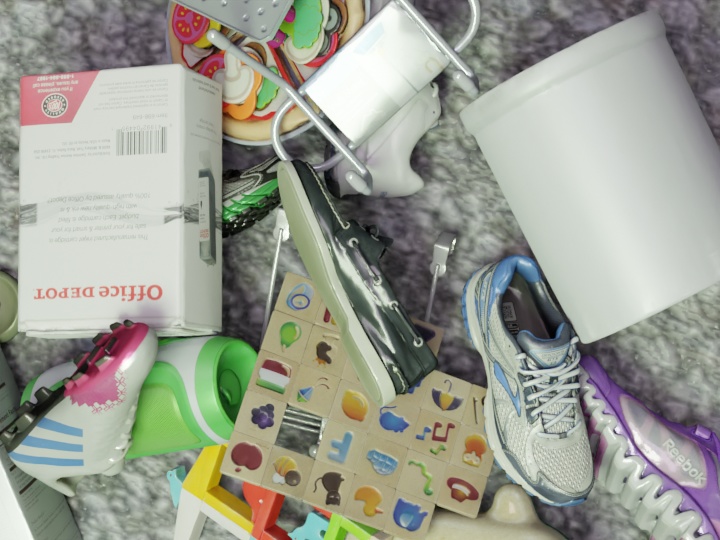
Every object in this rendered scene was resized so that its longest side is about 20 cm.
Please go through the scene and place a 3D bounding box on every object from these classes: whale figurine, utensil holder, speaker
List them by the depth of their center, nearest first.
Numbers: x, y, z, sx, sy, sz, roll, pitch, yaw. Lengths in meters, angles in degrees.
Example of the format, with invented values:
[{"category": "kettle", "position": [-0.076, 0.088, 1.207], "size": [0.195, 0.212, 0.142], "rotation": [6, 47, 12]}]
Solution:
[{"category": "utensil holder", "position": [0.193, -0.068, 1.505], "size": [0.169, 0.170, 0.201], "rotation": [-27, 89, 8]}, {"category": "whale figurine", "position": [0.088, 0.235, 1.558], "size": [0.199, 0.104, 0.160], "rotation": [30, 94, 16]}, {"category": "speaker", "position": [-0.173, 0.104, 1.573], "size": [0.198, 0.088, 0.089], "rotation": [-12, 88, 32]}]

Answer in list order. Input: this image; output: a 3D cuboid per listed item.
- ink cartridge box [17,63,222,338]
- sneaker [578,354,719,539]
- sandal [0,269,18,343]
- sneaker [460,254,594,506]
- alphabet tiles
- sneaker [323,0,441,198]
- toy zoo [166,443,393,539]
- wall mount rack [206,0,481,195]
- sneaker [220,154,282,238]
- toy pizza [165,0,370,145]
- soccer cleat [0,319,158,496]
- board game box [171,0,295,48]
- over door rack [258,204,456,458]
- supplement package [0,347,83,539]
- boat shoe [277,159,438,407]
[{"category": "ink cartridge box", "position": [-0.185, -0.049, 1.538], "size": [0.144, 0.085, 0.202], "rotation": [-2, 84, 20]}, {"category": "sneaker", "position": [0.233, 0.143, 1.546], "size": [0.088, 0.081, 0.201], "rotation": [-31, 71, -17]}, {"category": "sandal", "position": [-0.374, 0.013, 1.648], "size": [0.199, 0.057, 0.081], "rotation": [9, 94, 8]}, {"category": "sneaker", "position": [0.132, 0.080, 1.510], "size": [0.076, 0.085, 0.202], "rotation": [-13, 73, -22]}, {"category": "alphabet tiles", "position": [0.011, 0.110, 1.524], "size": [0.198, 0.008, 0.169], "rotation": [20, 70, -5]}, {"category": "sneaker", "position": [0.024, -0.153, 1.587], "size": [0.086, 0.075, 0.202], "rotation": [9, 94, -9]}, {"category": "toy zoo", "position": [-0.077, 0.212, 1.582], "size": [0.199, 0.020, 0.132], "rotation": [32, 117, 22]}, {"category": "wall mount rack", "position": [-0.010, -0.162, 1.490], "size": [0.200, 0.075, 0.174], "rotation": [-42, 101, 14]}, {"category": "sneaker", "position": [-0.149, -0.061, 1.602], "size": [0.198, 0.078, 0.086], "rotation": [-15, 87, 9]}, {"category": "toy pizza", "position": [-0.081, -0.201, 1.577], "size": [0.199, 0.032, 0.203], "rotation": [-3, 84, 32]}, {"category": "soccer cleat", "position": [-0.193, 0.106, 1.497], "size": [0.086, 0.070, 0.200], "rotation": [42, 134, -12]}, {"category": "board game box", "position": [-0.087, -0.293, 1.563], "size": [0.199, 0.026, 0.201], "rotation": [28, 88, 36]}, {"category": "over door rack", "position": [-0.017, 0.054, 1.587], "size": [0.146, 0.067, 0.202], "rotation": [12, 92, 8]}, {"category": "supplement package", "position": [-0.321, 0.161, 1.600], "size": [0.113, 0.110, 0.202], "rotation": [-20, 96, 8]}, {"category": "boat shoe", "position": [0.001, 0.000, 1.512], "size": [0.066, 0.075, 0.201], "rotation": [-24, 81, -14]}]
